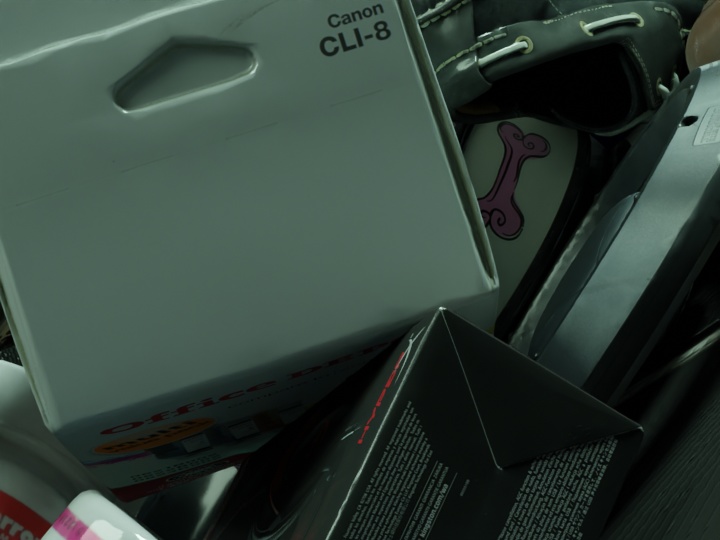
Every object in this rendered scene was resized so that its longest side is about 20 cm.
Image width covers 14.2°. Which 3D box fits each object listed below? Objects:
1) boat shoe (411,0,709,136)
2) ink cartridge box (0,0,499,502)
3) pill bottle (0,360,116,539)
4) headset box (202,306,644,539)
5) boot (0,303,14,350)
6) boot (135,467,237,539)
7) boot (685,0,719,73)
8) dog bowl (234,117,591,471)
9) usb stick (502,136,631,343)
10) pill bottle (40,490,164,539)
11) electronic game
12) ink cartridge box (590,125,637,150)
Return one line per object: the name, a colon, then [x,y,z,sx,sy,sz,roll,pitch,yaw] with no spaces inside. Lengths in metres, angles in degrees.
boat shoe: [0.087,-0.075,1.098,0.200,0.068,0.072,8,-44,-49]
ink cartridge box: [-0.044,-0.022,0.941,0.145,0.145,0.200,-18,-10,-1]
pill bottle: [-0.184,0.144,1.258,0.200,0.114,0.114,-64,11,-28]
headset box: [-0.012,0.116,0.879,0.149,0.075,0.200,-63,10,-26]
boot: [-0.140,-0.015,1.242,0.151,0.073,0.200,-37,-5,-39]
boot: [-0.109,0.172,1.329,0.168,0.076,0.200,-58,15,-27]
boot: [0.201,-0.158,1.086,0.200,0.064,0.187,-52,5,44]
dog bowl: [0.000,0.000,1.150,0.200,0.074,0.200,-49,13,16]
usb stick: [0.085,-0.015,1.188,0.055,0.033,0.200,-30,12,15]
pill bottle: [-0.125,0.196,1.134,0.200,0.113,0.113,-52,6,-6]
electronic game: [0.087,0.011,0.988,0.200,0.042,0.200,-59,1,1]
ink cartridge box: [0.139,-0.147,1.156,0.200,0.094,0.044,-42,36,16]
